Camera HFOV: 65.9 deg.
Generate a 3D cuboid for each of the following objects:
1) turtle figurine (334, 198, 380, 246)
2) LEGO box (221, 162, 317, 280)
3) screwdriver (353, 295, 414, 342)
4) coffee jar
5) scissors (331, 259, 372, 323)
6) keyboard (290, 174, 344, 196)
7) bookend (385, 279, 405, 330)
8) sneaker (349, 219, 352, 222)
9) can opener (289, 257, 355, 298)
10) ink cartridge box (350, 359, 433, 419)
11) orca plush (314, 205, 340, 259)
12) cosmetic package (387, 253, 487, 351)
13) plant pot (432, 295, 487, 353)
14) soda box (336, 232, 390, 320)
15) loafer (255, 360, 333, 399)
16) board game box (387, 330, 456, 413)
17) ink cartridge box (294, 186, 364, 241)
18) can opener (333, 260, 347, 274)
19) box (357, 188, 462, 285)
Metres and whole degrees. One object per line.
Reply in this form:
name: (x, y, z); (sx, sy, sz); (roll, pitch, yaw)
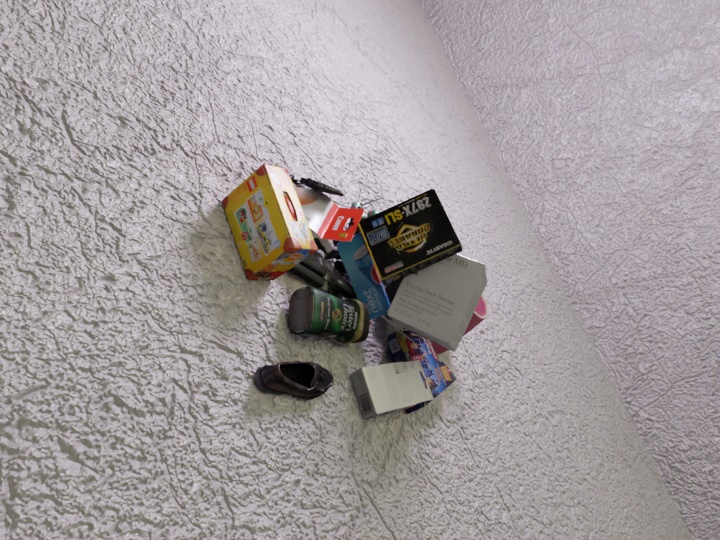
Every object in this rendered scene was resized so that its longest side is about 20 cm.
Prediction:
turtle figurine: (0.007, -0.109, 1.421); (0.101, 0.200, 0.150); (-23, 76, -51)
LEGO box: (-0.196, -0.099, 1.180); (0.077, 0.149, 0.201); (2, 62, -54)
screwdriver: (0.057, 0.122, 1.404); (0.200, 0.028, 0.029); (43, 52, 1)
coffee jar: (-0.064, 0.105, 1.246); (0.200, 0.085, 0.105); (18, 67, -48)
scissors: (-0.024, 0.049, 1.433); (0.073, 0.014, 0.201); (-4, 65, -53)
keyboard: (-0.122, -0.219, 1.406); (0.127, 0.021, 0.200); (9, 11, -21)
bookend: (0.129, 0.056, 1.543); (0.200, 0.199, 0.092); (-43, 102, -14)
sneaker: (0.044, -0.119, 1.620); (0.200, 0.070, 0.078); (-3, 73, -55)
can opener: (-0.092, 0.010, 1.318); (0.200, 0.066, 0.053); (32, 53, -39)
ink cartridge box: (0.077, 0.276, 1.309); (0.200, 0.050, 0.109); (1, 62, -44)
orca plush: (-0.088, -0.109, 1.422); (0.200, 0.105, 0.071); (58, -5, 20)
cosmetic package: (0.189, 0.064, 1.342); (0.167, 0.201, 0.166); (23, -8, 19)
plant pot: (0.261, 0.119, 1.618); (0.200, 0.179, 0.201); (35, 38, -34)
soda box: (0.009, 0.015, 1.346); (0.064, 0.068, 0.201); (-87, 155, -80)
loafer: (-0.115, 0.214, 1.105); (0.200, 0.063, 0.072); (15, 51, -49)
board game box: (0.163, 0.259, 1.463); (0.200, 0.062, 0.201); (6, 57, -52)
ink cartridge box: (-0.103, -0.137, 1.326); (0.162, 0.199, 0.050); (-68, 161, -53)
can opener: (0.000, 0.000, 1.461); (0.200, 0.063, 0.079); (10, 75, -49)
box: (0.113, -0.079, 1.288); (0.049, 0.199, 0.160); (55, 13, -65)
